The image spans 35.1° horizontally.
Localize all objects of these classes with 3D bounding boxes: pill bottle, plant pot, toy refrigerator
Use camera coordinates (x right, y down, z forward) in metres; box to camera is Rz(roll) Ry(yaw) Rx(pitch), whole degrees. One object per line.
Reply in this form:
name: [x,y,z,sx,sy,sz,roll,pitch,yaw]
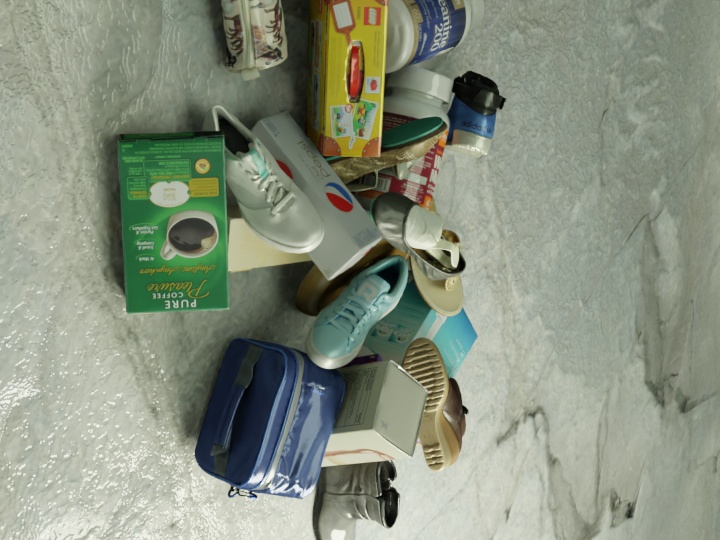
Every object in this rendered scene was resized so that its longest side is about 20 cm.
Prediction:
pill bottle: [0.082,-0.344,1.556,0.199,0.110,0.113,-28,123,-44]
plant pot: [0.000,0.000,1.541,0.199,0.028,0.201,-34,160,-14]
toy refrigerator: [-0.120,-0.043,1.428,0.199,0.075,0.071,-8,108,-51]
pill bottle: [0.063,-0.175,1.590,0.109,0.108,0.203,13,91,-52]

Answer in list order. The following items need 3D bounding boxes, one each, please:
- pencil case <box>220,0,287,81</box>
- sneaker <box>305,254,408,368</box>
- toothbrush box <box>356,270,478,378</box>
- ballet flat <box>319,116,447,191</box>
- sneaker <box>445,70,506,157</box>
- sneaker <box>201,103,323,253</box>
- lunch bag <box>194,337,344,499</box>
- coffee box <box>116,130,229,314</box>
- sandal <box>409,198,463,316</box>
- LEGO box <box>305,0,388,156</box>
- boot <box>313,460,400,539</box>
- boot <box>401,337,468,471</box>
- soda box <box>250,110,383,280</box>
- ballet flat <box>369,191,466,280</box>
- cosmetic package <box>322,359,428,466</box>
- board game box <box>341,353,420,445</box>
pencil case: [-0.131,-0.328,1.315,0.090,0.076,0.203,-59,147,-61]
sneaker: [-0.003,0.042,1.467,0.200,0.073,0.083,-49,166,-44]
toothbrush box: [0.080,0.127,1.730,0.201,0.084,0.147,-58,140,-23]
ballet flat: [0.025,-0.147,1.513,0.071,0.197,0.066,-96,169,-64]
sneaker: [0.156,-0.227,1.646,0.200,0.076,0.113,-132,-123,-84]
sneaker: [-0.117,-0.106,1.310,0.075,0.200,0.089,-40,172,-20]
lunch bag: [-0.125,0.192,1.444,0.131,0.135,0.203,24,80,-42]
coffee box: [-0.210,-0.053,1.287,0.121,0.044,0.203,-4,108,-10]
sandal: [0.111,-0.039,1.657,0.077,0.069,0.215,-16,86,-26]
LEGO box: [-0.020,-0.255,1.417,0.076,0.149,0.203,0,106,-11]
boot: [-0.003,0.353,1.661,0.069,0.130,0.203,-32,125,-42]
boot: [0.111,0.181,1.667,0.166,0.071,0.204,-38,121,-71]
soda box: [-0.065,-0.093,1.386,0.201,0.068,0.063,52,35,5]
ballet flat: [0.085,-0.046,1.483,0.200,0.068,0.069,39,63,-53]
cosmetic package: [-0.018,0.193,1.509,0.087,0.198,0.105,39,55,-33]
board game box: [0.007,0.195,1.636,0.201,0.118,0.033,58,34,-43]
